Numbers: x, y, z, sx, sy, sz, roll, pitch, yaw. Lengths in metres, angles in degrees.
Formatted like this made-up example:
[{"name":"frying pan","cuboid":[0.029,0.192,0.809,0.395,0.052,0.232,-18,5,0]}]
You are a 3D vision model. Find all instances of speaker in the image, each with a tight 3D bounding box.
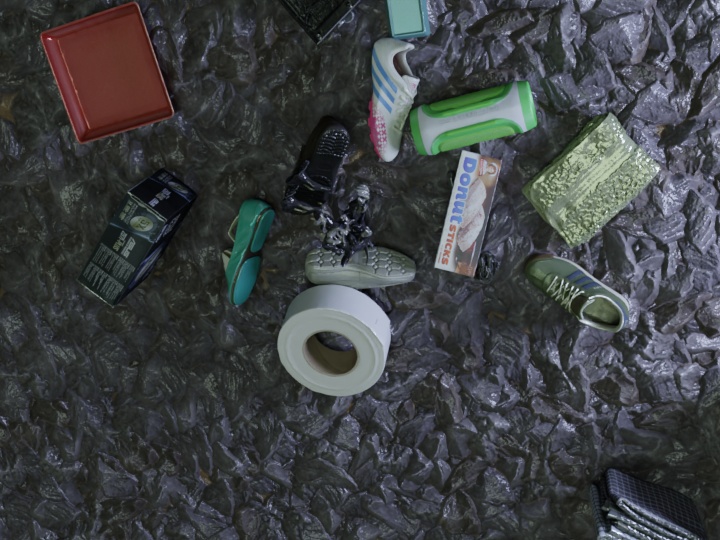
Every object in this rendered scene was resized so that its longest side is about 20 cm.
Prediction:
[{"name":"speaker","cuboid":[0.183,-0.248,1.667,0.196,0.089,0.090,-12,106,15]}]

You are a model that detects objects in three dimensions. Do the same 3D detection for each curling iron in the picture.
[{"name":"curling iron","cuboid":[0.187,-0.074,1.761,0.049,0.026,0.203,-23,99,-4]}]

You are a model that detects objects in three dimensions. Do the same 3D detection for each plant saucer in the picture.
[{"name":"plant saucer","cuboid":[-0.436,-0.344,1.786,0.196,0.037,0.204,-13,105,16]},{"name":"plant saucer","cuboid":[0.066,-0.476,1.648,0.068,0.019,0.204,-5,107,13]}]

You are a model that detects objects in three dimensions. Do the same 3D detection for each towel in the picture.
[{"name":"towel","cuboid":[0.380,-0.146,1.689,0.148,0.037,0.200,44,111,-6]},{"name":"towel","cuboid":[0.507,0.435,1.797,0.197,0.166,0.087,24,109,1]}]

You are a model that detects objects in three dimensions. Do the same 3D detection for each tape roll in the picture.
[{"name":"tape roll","cuboid":[-0.046,0.126,1.823,0.198,0.071,0.206,6,126,9]}]

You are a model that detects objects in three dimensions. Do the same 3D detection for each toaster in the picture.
[{"name":"toaster","cuboid":[-0.062,-0.489,1.606,0.200,0.119,0.180,47,117,-6]}]

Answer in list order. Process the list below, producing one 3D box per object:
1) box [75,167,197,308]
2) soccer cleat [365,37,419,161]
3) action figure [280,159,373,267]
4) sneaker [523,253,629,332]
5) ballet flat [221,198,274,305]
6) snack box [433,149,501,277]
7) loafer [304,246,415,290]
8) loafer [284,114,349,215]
[{"name":"box","cuboid":[-0.392,-0.060,1.807,0.085,0.164,0.201,35,111,-2]},{"name":"soccer cleat","cuboid":[0.057,-0.279,1.685,0.085,0.070,0.204,4,109,28]},{"name":"action figure","cuboid":[-0.038,-0.088,1.715,0.199,0.120,0.101,36,151,-22]},{"name":"sneaker","cuboid":[0.367,0.041,1.727,0.198,0.090,0.068,28,113,1]},{"name":"ballet flat","cuboid":[-0.211,-0.039,1.840,0.070,0.067,0.203,31,114,26]},{"name":"snack box","cuboid":[0.181,-0.096,1.730,0.070,0.024,0.204,13,99,1]},{"name":"loafer","cuboid":[0.000,0.000,1.808,0.195,0.071,0.070,5,144,6]},{"name":"loafer","cuboid":[-0.076,-0.181,1.760,0.072,0.072,0.201,14,127,-27]}]
